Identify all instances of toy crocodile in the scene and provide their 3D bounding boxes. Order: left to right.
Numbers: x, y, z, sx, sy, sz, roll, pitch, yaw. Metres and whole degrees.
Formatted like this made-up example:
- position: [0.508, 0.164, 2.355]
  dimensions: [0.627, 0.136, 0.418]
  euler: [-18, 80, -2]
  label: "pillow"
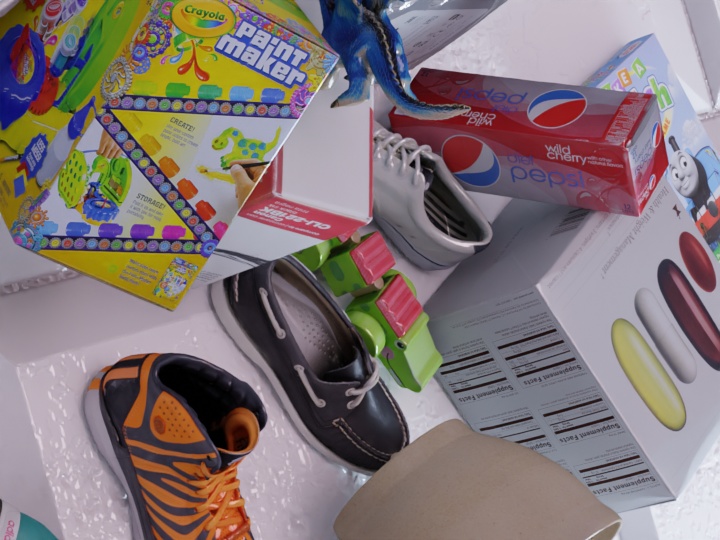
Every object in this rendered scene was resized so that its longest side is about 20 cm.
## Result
- position: [0.000, 0.000, 1.690]
  dimensions: [0.068, 0.061, 0.201]
  euler: [-45, 110, -41]
  label: "toy crocodile"

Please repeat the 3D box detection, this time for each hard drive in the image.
- position: [0.021, -0.180, 1.675]
  dimensions: [0.200, 0.139, 0.038]
  euler: [-11, 70, -61]
  label: "hard drive"

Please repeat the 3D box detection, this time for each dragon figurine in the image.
- position: [0.004, -0.152, 1.410]
  dimensions: [0.058, 0.200, 0.100]
  euler: [-5, 109, -20]
  label: "dragon figurine"

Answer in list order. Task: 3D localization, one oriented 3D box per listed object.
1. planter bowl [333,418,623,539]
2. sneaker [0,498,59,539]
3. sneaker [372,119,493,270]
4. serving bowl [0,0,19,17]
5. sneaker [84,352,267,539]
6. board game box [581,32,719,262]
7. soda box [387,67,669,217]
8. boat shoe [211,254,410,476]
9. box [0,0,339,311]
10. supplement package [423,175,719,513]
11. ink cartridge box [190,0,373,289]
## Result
- position: [0.066, 0.190, 1.627]
  dimensions: [0.200, 0.201, 0.135]
  euler: [-26, 68, -44]
  label: "planter bowl"
- position: [-0.205, 0.251, 1.413]
  dimensions: [0.120, 0.083, 0.201]
  euler: [29, 58, -23]
  label: "sneaker"
- position: [0.022, -0.079, 1.727]
  dimensions: [0.200, 0.071, 0.073]
  euler: [39, 54, -26]
  label: "sneaker"
- position: [-0.287, -0.222, 1.452]
  dimensions: [0.198, 0.066, 0.202]
  euler: [4, 69, -12]
  label: "serving bowl"
- position: [-0.098, 0.144, 1.519]
  dimensions: [0.078, 0.112, 0.201]
  euler: [-41, 106, -42]
  label: "sneaker"
- position: [0.246, -0.077, 1.964]
  dimensions: [0.151, 0.036, 0.201]
  euler: [-42, 106, -42]
  label: "board game box"
- position: [0.125, -0.097, 1.737]
  dimensions: [0.064, 0.199, 0.070]
  euler: [-55, 142, -38]
  label: "soda box"
- position: [-0.023, 0.065, 1.650]
  dimensions: [0.201, 0.060, 0.074]
  euler: [53, 48, -18]
  label: "boat shoe"
- position: [-0.140, -0.120, 1.443]
  dimensions: [0.121, 0.193, 0.200]
  euler: [25, 17, -33]
  label: "box"
- position: [0.178, 0.053, 1.784]
  dimensions: [0.201, 0.147, 0.191]
  euler: [55, 48, -15]
  label: "supplement package"
- position: [-0.083, -0.083, 1.541]
  dimensions: [0.083, 0.199, 0.146]
  euler: [14, 68, -36]
  label: "ink cartridge box"
